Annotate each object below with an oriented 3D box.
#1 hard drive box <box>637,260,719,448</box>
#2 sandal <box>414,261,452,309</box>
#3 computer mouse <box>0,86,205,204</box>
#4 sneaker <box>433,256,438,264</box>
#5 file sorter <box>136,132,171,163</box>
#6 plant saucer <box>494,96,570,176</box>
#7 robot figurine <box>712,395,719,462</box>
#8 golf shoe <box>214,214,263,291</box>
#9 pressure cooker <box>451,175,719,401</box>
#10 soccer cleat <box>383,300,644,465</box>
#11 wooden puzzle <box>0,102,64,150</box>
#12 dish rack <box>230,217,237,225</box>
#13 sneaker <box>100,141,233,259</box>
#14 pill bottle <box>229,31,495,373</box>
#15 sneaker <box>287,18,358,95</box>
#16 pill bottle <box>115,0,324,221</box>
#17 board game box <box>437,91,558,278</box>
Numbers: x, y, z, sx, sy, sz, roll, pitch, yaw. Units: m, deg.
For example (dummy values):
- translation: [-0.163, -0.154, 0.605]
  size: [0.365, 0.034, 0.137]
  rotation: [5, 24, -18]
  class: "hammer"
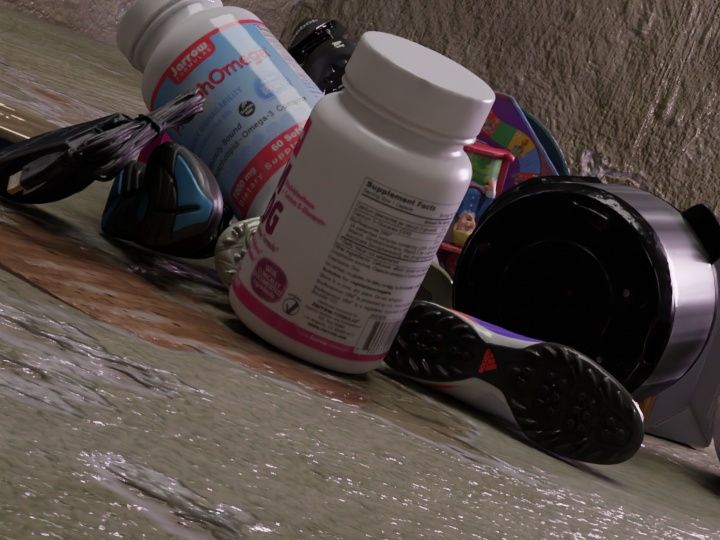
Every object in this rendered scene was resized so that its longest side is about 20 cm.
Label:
- translation: [0.233, 0.038, 1.869]
  size: [0.077, 0.156, 0.200]
  rotation: [17, 7, -33]
  class: "hard drive box"
- translation: [-0.002, -0.004, 1.723]
  size: [0.201, 0.080, 0.057]
  rotation: [20, 4, -27]
  class: "sandal"
- translation: [-0.207, -0.068, 1.552]
  size: [0.200, 0.046, 0.140]
  rotation: [-13, 14, 35]
  class: "computer mouse"
- translation: [0.000, 0.000, 1.832]
  size: [0.074, 0.118, 0.201]
  rotation: [-5, -40, 28]
  class: "sneaker"
- translation: [-0.110, -0.090, 1.824]
  size: [0.125, 0.139, 0.200]
  rotation: [23, 6, -3]
  class: "file sorter"
- translation: [0.083, -0.058, 1.939]
  size: [0.200, 0.200, 0.036]
  rotation: [21, 8, -14]
  class: "plant saucer"
- translation: [0.332, 0.116, 1.667]
  size: [0.150, 0.125, 0.200]
  rotation: [24, 6, 17]
  class: "robot figurine"
- translation: [-0.051, 0.009, 1.598]
  size: [0.097, 0.079, 0.200]
  rotation: [-4, -12, 38]
  class: "golf shoe"
- translation: [0.175, 0.021, 1.691]
  size: [0.175, 0.179, 0.200]
  rotation: [13, 6, 24]
  class: "pressure cooker"
- translation: [0.108, 0.075, 1.516]
  size: [0.200, 0.068, 0.073]
  rotation: [22, 1, 24]
  class: "soccer cleat"
- translation: [-0.322, -0.123, 1.809]
  size: [0.200, 0.046, 0.185]
  rotation: [27, 6, -2]
  class: "wooden puzzle"
- translation: [-0.033, -0.028, 2.023]
  size: [0.200, 0.044, 0.171]
  rotation: [26, 7, 40]
  class: "dish rack"
- translation: [-0.121, -0.045, 1.576]
  size: [0.082, 0.073, 0.200]
  rotation: [19, -2, -18]
  class: "sneaker"
- translation: [0.003, -0.045, 1.450]
  size: [0.113, 0.200, 0.113]
  rotation: [24, 16, -7]
  class: "pill bottle"
- translation: [-0.029, -0.161, 1.760]
  size: [0.091, 0.066, 0.200]
  rotation: [57, 2, 9]
  class: "sneaker"
- translation: [-0.091, -0.122, 1.645]
  size: [0.200, 0.109, 0.109]
  rotation: [50, 16, 20]
  class: "pill bottle"
- translation: [0.097, -0.053, 1.902]
  size: [0.200, 0.158, 0.039]
  rotation: [58, -2, -17]
  class: "board game box"
